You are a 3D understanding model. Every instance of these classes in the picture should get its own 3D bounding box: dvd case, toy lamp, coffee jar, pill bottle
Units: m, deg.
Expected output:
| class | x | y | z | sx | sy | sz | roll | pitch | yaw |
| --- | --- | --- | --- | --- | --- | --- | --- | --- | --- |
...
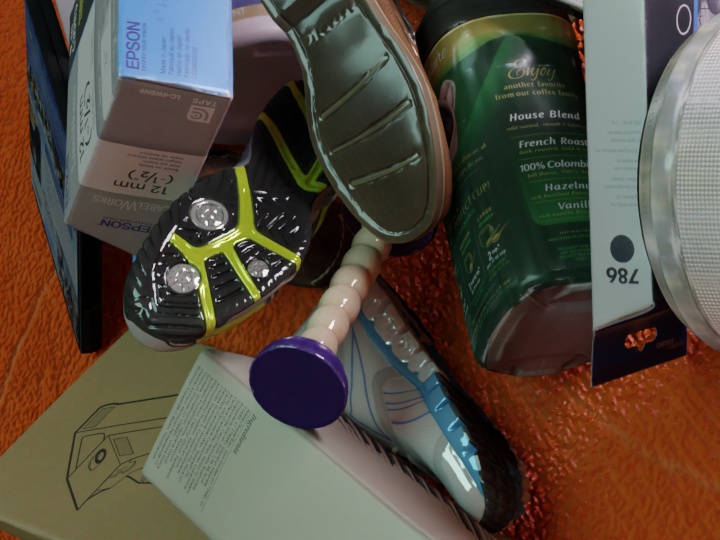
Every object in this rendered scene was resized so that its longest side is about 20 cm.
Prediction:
| class | x | y | z | sx | sy | sz | roll | pitch | yaw |
| --- | --- | --- | --- | --- | --- | --- | --- | --- | --- |
| dvd case | -0.186 | -0.059 | 1.303 | 0.201 | 0.017 | 0.144 | 101 | 152 | -55 |
| toy lamp | 0.000 | 0.000 | 1.085 | 0.058 | 0.058 | 0.201 | -27 | 23 | 33 |
| coffee jar | 0.083 | -0.054 | 1.085 | 0.105 | 0.085 | 0.201 | 114 | 148 | -57 |
| pill bottle | -0.084 | -0.188 | 1.275 | 0.111 | 0.111 | 0.201 | -35 | 55 | 29 |

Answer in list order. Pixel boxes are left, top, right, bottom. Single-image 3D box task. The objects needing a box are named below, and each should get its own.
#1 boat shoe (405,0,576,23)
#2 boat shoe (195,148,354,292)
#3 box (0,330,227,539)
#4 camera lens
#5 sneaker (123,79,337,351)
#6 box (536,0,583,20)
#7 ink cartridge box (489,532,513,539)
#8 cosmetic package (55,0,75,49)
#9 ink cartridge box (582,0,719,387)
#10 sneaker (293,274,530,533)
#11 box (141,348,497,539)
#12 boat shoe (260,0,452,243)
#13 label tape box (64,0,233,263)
| class | x | y | z | sx | sy | sz | roll | pitch | yaw |
| --- | --- | --- | --- | --- | --- | --- | --- | --- | --- |
| boat shoe | 0.043 | -0.180 | 1.186 | 0.199 | 0.066 | 0.075 | 21 | 91 | 44 |
| boat shoe | -0.080 | -0.038 | 1.252 | 0.199 | 0.070 | 0.071 | 14 | 87 | 45 |
| box | -0.119 | 0.108 | 1.210 | 0.199 | 0.021 | 0.163 | 14 | 50 | 44 |
| camera lens | 0.233 | -0.038 | 0.902 | 0.199 | 0.159 | 0.162 | 2 | 78 | 42 |
| sneaker | -0.058 | -0.016 | 1.099 | 0.075 | 0.200 | 0.077 | 33 | 138 | 9 |
| box | 0.136 | -0.178 | 1.054 | 0.199 | 0.035 | 0.111 | 25 | 93 | 11 |
| ink cartridge box | 0.018 | 0.179 | 1.091 | 0.199 | 0.067 | 0.118 | 21 | 92 | 44 |
| cosmetic package | -0.167 | -0.184 | 1.279 | 0.051 | 0.201 | 0.151 | -14 | 40 | -2 |
| ink cartridge box | 0.146 | -0.049 | 0.988 | 0.039 | 0.099 | 0.202 | 5 | 102 | 36 |
| sneaker | 0.018 | 0.082 | 1.111 | 0.087 | 0.075 | 0.200 | -42 | 42 | 5 |
| box | -0.020 | 0.122 | 1.047 | 0.200 | 0.068 | 0.083 | 37 | 104 | 41 |
| boat shoe | 0.005 | -0.110 | 1.084 | 0.072 | 0.068 | 0.201 | -26 | 80 | 26 |
| label tape box | -0.125 | -0.098 | 1.130 | 0.200 | 0.066 | 0.144 | 124 | 149 | -51 |
